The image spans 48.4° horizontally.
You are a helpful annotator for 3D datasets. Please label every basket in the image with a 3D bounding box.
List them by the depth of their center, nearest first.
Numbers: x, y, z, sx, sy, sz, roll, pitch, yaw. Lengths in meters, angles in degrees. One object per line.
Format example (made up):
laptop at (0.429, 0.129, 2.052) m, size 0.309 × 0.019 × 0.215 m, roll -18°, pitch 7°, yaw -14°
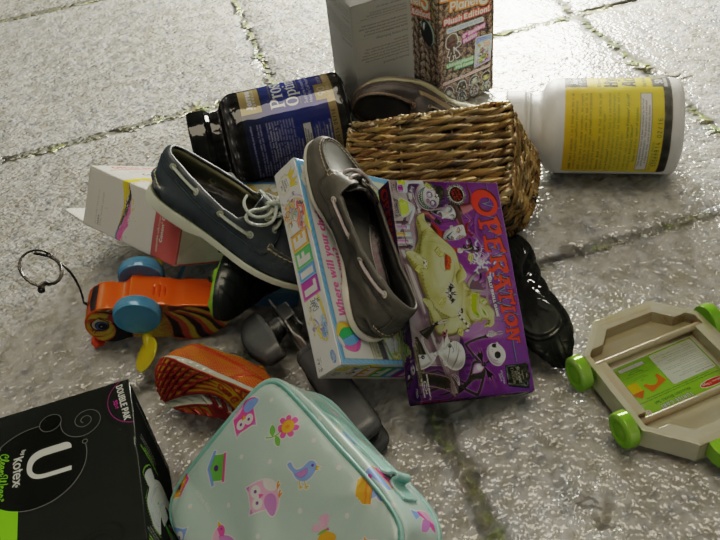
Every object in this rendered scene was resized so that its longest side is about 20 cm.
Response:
basket at (0.093, -0.084, 0.888) m, size 0.197 × 0.149 × 0.145 m, roll -4°, pitch 74°, yaw 23°

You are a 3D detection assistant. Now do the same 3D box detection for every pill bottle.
pill bottle at (0.271, -0.171, 0.947) m, size 0.197 × 0.112 × 0.112 m, roll 2°, pitch 43°, yaw 10°
pill bottle at (-0.113, -0.175, 1.009) m, size 0.197 × 0.113 × 0.112 m, roll -13°, pitch 42°, yaw -7°

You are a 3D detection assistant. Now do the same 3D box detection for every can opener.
can opener at (-0.050, 0.101, 0.747) m, size 0.066 × 0.054 × 0.200 m, roll -33°, pitch 47°, yaw -8°

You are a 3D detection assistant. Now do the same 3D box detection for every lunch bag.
lunch bag at (-0.039, 0.185, 0.587) m, size 0.161 × 0.077 × 0.200 m, roll -51°, pitch 52°, yaw 1°

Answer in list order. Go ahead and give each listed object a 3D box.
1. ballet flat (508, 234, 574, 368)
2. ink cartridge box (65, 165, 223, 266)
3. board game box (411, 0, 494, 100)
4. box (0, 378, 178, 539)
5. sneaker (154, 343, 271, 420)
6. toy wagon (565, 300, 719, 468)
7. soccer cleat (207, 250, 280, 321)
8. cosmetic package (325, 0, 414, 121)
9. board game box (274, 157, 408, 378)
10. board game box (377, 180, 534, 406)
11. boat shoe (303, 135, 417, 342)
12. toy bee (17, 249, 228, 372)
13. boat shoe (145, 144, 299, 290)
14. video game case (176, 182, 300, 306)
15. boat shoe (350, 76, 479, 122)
ballet flat at (0.159, 0.023, 0.811) m, size 0.066 × 0.057 × 0.201 m, roll -22°, pitch 36°, yaw 5°
ink cartridge box at (-0.221, -0.069, 0.881) m, size 0.198 × 0.068 × 0.116 m, roll 21°, pitch 16°, yaw 32°
board game box at (0.099, -0.354, 1.106) m, size 0.096 × 0.202 × 0.159 m, roll -26°, pitch 44°, yaw -20°
box at (-0.216, 0.211, 0.595) m, size 0.147 × 0.125 × 0.201 m, roll -17°, pitch 42°, yaw -8°
sneaker at (-0.092, 0.115, 0.722) m, size 0.198 × 0.074 × 0.077 m, roll 28°, pitch 26°, yaw 21°
toy wagon at (0.282, 0.107, 0.697) m, size 0.153 × 0.040 × 0.201 m, roll -19°, pitch 44°, yaw -12°
soccer cleat at (-0.088, -0.011, 0.816) m, size 0.080 × 0.068 × 0.200 m, roll 12°, pitch 32°, yaw 16°
cosmetic package at (0.013, -0.276, 1.033) m, size 0.084 × 0.202 × 0.108 m, roll -20°, pitch 46°, yaw -11°
board game box at (0.000, 0.000, 0.746) m, size 0.133 × 0.034 × 0.202 m, roll 8°, pitch 59°, yaw -42°
board game box at (0.087, 0.016, 0.729) m, size 0.119 × 0.032 × 0.203 m, roll 0°, pitch 73°, yaw -27°
boat shoe at (0.004, -0.039, 0.703) m, size 0.066 × 0.057 × 0.202 m, roll 4°, pitch 62°, yaw -45°
toy bee at (-0.236, 0.035, 0.819) m, size 0.198 × 0.109 × 0.132 m, roll 26°, pitch 45°, yaw -5°
boat shoe at (-0.105, -0.051, 0.756) m, size 0.199 × 0.062 × 0.075 m, roll 32°, pitch 33°, yaw -1°
video game case at (-0.125, -0.036, 0.928) m, size 0.141 × 0.018 × 0.201 m, roll 1°, pitch 43°, yaw 8°
boat shoe at (0.083, -0.179, 0.982) m, size 0.197 × 0.075 × 0.074 m, roll 13°, pitch 49°, yaw -6°
